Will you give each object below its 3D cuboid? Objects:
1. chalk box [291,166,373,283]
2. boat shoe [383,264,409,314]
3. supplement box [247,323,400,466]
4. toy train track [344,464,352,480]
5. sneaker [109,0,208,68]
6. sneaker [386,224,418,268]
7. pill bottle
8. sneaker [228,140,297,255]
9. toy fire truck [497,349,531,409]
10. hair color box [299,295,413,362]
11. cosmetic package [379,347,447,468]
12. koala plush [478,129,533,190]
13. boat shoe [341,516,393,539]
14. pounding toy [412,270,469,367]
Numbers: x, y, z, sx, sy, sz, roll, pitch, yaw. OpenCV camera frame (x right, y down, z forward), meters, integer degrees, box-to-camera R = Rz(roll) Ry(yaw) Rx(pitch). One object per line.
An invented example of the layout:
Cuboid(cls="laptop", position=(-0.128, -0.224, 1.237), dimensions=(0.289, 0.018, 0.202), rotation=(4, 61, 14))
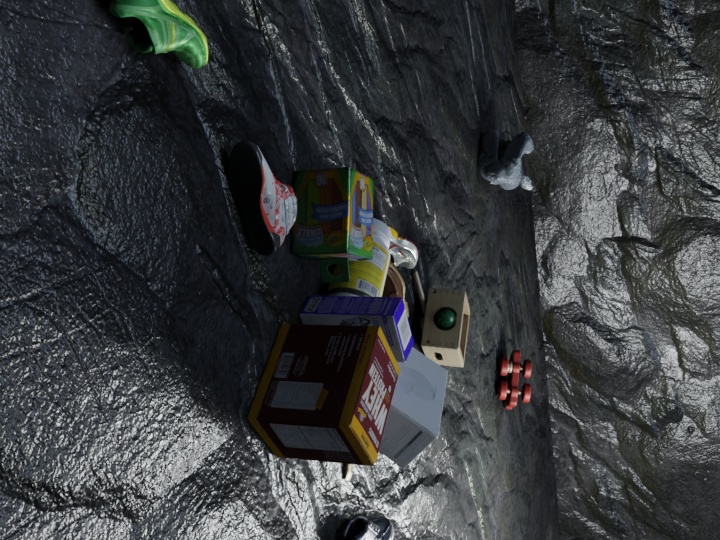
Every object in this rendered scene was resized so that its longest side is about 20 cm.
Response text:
Cuboid(cls="chalk box", position=(-0.051, -0.081, 1.557), dimensions=(0.123, 0.122, 0.206), rotation=(13, 76, -65))
Cuboid(cls="boat shoe", position=(0.066, 0.066, 1.884), dimensions=(0.068, 0.070, 0.203), rotation=(-69, 151, -43))
Cuboid(cls="supplement box", position=(-0.059, 0.213, 1.441), dimensions=(0.134, 0.195, 0.200), rotation=(63, 35, -45))
Cuboid(cls="toy train track", position=(-0.028, 0.376, 1.711), dimensions=(0.199, 0.032, 0.118), rotation=(31, 61, -62))
Cuboid(cls="sneaker", position=(-0.280, -0.331, 1.127), dimensions=(0.085, 0.073, 0.200), rotation=(-61, 154, -5))
Cuboid(cls="sneaker", position=(0.068, -0.039, 1.903), dimensions=(0.199, 0.076, 0.084), rotation=(29, 67, -53))
Cuboid(cls="pill bottle", position=(0.000, 0.000, 1.685), dimensions=(0.115, 0.112, 0.204), rotation=(57, 39, -50))
Cuboid(cls="sneaker", position=(-0.160, -0.138, 1.382), dimensions=(0.108, 0.066, 0.205), rotation=(-58, 144, -52))
Cuboid(cls="toy fire truck", position=(0.544, 0.392, 2.955), dimensions=(0.168, 0.109, 0.205), rotation=(91, 5, -78))
Cuboid(cls="hair color box", position=(-0.007, 0.110, 1.559), dimensions=(0.065, 0.195, 0.111), rotation=(-57, 140, -47))
Cuboid(cls="cosmetic package", position=(0.055, 0.244, 1.648), dimensions=(0.198, 0.123, 0.201), rotation=(36, 32, -10))
Cuboid(cls="koala plush", position=(0.489, -0.340, 2.763), dimensions=(0.200, 0.174, 0.187), rotation=(49, 57, -56))
Cuboid(cls="boat shoe", position=(0.018, 0.559, 1.758), dimensions=(0.199, 0.073, 0.095), rotation=(-33, 127, -62))
Cuboid(cls="pounding toy", position=(0.205, 0.128, 2.161), dimensions=(0.201, 0.138, 0.188), rotation=(63, 35, -64))
